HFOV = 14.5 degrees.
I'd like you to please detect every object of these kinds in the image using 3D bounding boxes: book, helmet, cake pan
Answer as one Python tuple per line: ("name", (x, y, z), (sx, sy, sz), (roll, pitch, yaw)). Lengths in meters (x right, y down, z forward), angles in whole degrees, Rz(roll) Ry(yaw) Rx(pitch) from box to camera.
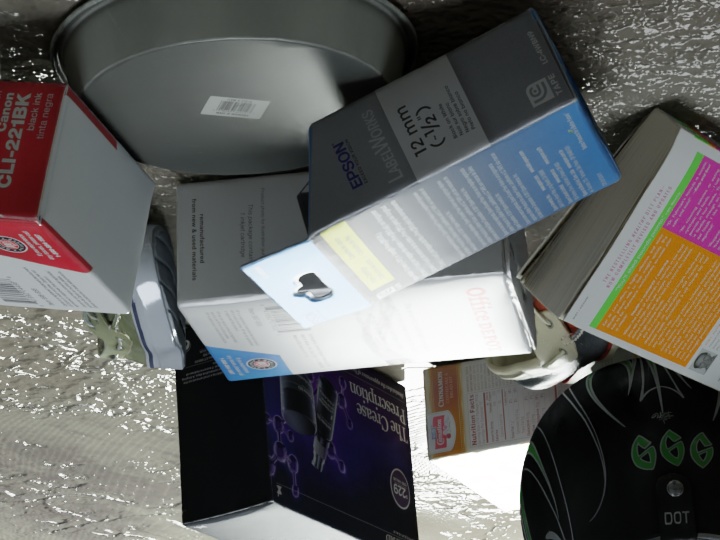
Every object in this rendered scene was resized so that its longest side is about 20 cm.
("book", (0.202, -0.008, 1.708), (0.200, 0.048, 0.134), (25, 105, -48))
("helmet", (0.193, 0.150, 1.846), (0.200, 0.191, 0.200), (-2, 135, -2))
("cake pan", (-0.068, -0.103, 1.533), (0.200, 0.037, 0.200), (-2, 158, -1))

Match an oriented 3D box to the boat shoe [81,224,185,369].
("boat shoe", (-0.146, 0.025, 1.797), (0.062, 0.072, 0.200), (-5, 161, -1))

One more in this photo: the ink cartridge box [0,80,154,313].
("ink cartridge box", (-0.234, -0.043, 1.553), (0.200, 0.084, 0.144), (3, 160, 17))

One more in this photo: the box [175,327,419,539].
("box", (-0.042, 0.126, 1.967), (0.079, 0.141, 0.200), (-14, 156, 28))

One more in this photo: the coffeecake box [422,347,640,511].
("coffeecake box", (0.166, 0.107, 2.035), (0.200, 0.073, 0.154), (-11, 158, 22))

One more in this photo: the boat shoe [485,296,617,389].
("boat shoe", (0.129, 0.030, 1.851), (0.063, 0.071, 0.200), (3, 162, -7))

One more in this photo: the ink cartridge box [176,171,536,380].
("ink cartridge box", (0.000, 0.000, 1.732), (0.200, 0.084, 0.145), (-5, 159, 8))

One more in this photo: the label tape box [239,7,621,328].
("label tape box", (0.031, -0.050, 1.547), (0.200, 0.066, 0.143), (-25, 160, 7))
